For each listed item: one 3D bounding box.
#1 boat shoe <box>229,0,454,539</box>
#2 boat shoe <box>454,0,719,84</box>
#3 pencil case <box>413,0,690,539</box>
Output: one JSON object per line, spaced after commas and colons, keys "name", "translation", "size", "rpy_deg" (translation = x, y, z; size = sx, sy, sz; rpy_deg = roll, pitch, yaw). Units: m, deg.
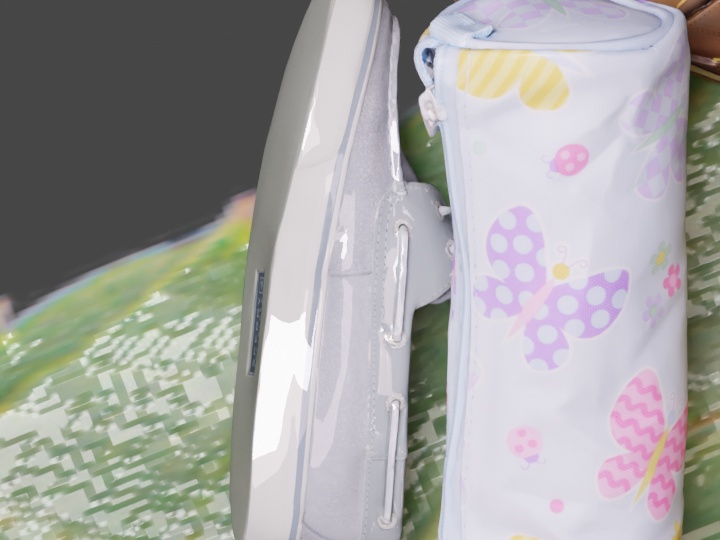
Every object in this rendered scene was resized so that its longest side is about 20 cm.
{"name": "boat shoe", "translation": [0.000, 0.001, 0.990], "size": [0.071, 0.070, 0.202], "rpy_deg": [7, 94, -13]}
{"name": "boat shoe", "translation": [0.123, -0.100, 0.979], "size": [0.199, 0.068, 0.073], "rpy_deg": [9, 91, 1]}
{"name": "pencil case", "translation": [0.065, 0.006, 0.947], "size": [0.090, 0.083, 0.201], "rpy_deg": [-19, 116, -36]}
